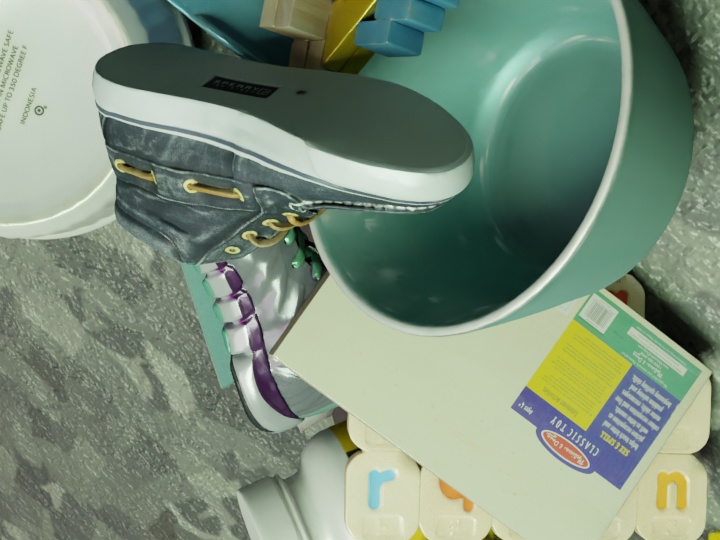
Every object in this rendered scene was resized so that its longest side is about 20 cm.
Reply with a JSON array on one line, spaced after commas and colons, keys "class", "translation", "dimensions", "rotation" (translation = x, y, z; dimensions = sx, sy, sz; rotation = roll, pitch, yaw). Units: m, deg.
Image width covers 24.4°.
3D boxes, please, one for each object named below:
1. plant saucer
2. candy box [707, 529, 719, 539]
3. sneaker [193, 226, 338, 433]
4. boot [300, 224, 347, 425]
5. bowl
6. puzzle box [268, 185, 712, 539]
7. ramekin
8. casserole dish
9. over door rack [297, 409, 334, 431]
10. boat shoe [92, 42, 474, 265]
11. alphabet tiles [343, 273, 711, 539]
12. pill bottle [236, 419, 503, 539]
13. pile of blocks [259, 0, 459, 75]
[{"class": "plant saucer", "translation": [-0.100, -0.018, 1.098], "dimensions": [0.019, 0.070, 0.200], "rotation": [-1, 128, 15]}, {"class": "candy box", "translation": [0.277, 0.160, 0.816], "dimensions": [0.200, 0.026, 0.102], "rotation": [23, 153, -26]}, {"class": "sneaker", "translation": [-0.043, -0.012, 0.895], "dimensions": [0.087, 0.074, 0.200], "rotation": [-15, 114, 9]}, {"class": "boot", "translation": [-0.031, 0.026, 1.072], "dimensions": [0.131, 0.068, 0.200], "rotation": [19, 128, 38]}, {"class": "bowl", "translation": [0.077, -0.063, 0.784], "dimensions": [0.201, 0.105, 0.201], "rotation": [-12, 74, 45]}, {"class": "puzzle box", "translation": [0.069, 0.049, 0.872], "dimensions": [0.200, 0.133, 0.025], "rotation": [37, 173, -7]}, {"class": "ramekin", "translation": [-0.197, -0.109, 0.961], "dimensions": [0.202, 0.202, 0.094], "rotation": [54, -172, -10]}, {"class": "casserole dish", "translation": [-0.073, -0.146, 0.881], "dimensions": [0.121, 0.039, 0.200], "rotation": [36, -175, -23]}, {"class": "over door rack", "translation": [0.000, 0.000, 0.942], "dimensions": [0.200, 0.067, 0.148], "rotation": [-27, 104, 25]}, {"class": "boat shoe", "translation": [-0.036, -0.043, 0.777], "dimensions": [0.200, 0.071, 0.091], "rotation": [18, 128, 29]}, {"class": "alphabet tiles", "translation": [0.091, 0.098, 0.899], "dimensions": [0.015, 0.200, 0.196], "rotation": [-168, 80, -82]}, {"class": "pill bottle", "translation": [0.036, 0.129, 0.957], "dimensions": [0.112, 0.200, 0.113], "rotation": [159, 90, -80]}, {"class": "pile of blocks", "translation": [0.019, -0.154, 0.744], "dimensions": [0.200, 0.062, 0.082], "rotation": [-53, 48, 24]}]
